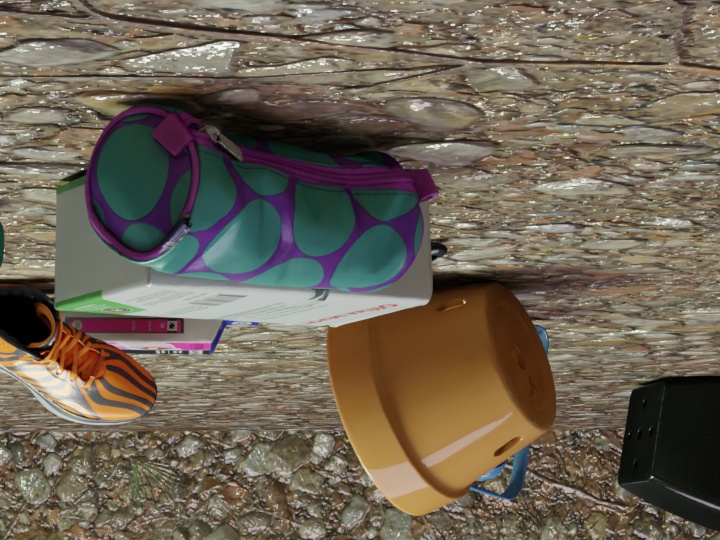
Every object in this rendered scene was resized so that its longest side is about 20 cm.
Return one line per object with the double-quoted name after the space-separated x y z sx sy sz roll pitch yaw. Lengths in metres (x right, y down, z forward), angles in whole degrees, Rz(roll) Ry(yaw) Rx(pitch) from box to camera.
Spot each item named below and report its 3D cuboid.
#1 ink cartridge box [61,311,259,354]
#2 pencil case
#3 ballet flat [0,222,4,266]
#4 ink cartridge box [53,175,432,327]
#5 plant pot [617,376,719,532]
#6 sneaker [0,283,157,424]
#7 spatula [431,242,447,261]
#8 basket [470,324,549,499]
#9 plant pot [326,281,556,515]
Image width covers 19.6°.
-0.192 0.056 1.929 0.199 0.037 0.095 -2 171 -5 "ink cartridge box"
-0.053 -0.037 1.165 0.200 0.085 0.092 7 138 -48 "pencil case"
-0.282 -0.022 1.328 0.067 0.068 0.200 6 171 5 "ballet flat"
-0.074 -0.016 1.313 0.199 0.084 0.146 4 170 -32 "ink cartridge box"
0.456 0.237 2.797 0.177 0.200 0.200 12 170 -11 "plant pot"
-0.261 0.074 1.801 0.199 0.078 0.112 24 163 -15 "sneaker"
0.000 0.000 1.653 0.056 0.021 0.200 8 167 -39 "spatula"
0.105 0.129 2.026 0.139 0.177 0.200 5 175 40 "basket"
0.080 0.096 1.815 0.140 0.201 0.200 -23 164 21 "plant pot"
